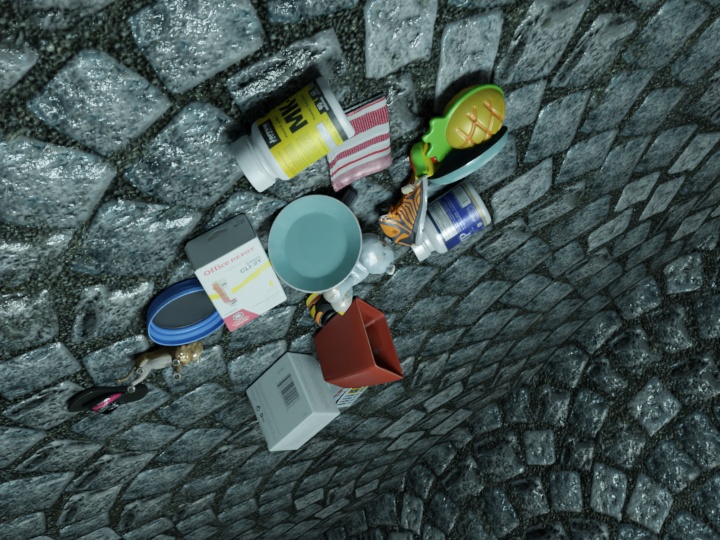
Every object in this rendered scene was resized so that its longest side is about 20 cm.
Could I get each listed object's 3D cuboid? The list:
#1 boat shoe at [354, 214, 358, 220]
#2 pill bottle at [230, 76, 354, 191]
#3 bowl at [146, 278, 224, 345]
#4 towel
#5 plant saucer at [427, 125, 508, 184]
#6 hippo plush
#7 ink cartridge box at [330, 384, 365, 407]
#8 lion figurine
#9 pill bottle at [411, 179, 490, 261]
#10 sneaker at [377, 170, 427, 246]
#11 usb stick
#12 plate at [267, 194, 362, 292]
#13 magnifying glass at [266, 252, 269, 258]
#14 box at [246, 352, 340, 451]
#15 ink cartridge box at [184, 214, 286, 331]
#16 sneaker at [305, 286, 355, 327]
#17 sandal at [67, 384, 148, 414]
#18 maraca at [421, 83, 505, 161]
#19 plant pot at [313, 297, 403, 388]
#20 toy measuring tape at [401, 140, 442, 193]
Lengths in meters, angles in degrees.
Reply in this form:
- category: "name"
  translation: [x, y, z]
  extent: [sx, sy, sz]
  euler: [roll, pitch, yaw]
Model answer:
- category: "boat shoe"
  translation: [-0.096, -0.084, 1.543]
  extent: [0.197, 0.063, 0.075]
  euler: [-21, 109, -25]
- category: "pill bottle"
  translation: [-0.117, -0.230, 1.223]
  extent: [0.197, 0.116, 0.114]
  euler: [-33, 152, 5]
- category: "bowl"
  translation: [-0.377, 0.090, 1.567]
  extent: [0.196, 0.040, 0.202]
  euler: [-23, 151, -13]
- category: "towel"
  translation: [-0.004, -0.248, 1.402]
  extent: [0.141, 0.023, 0.202]
  euler: [-27, 151, -9]
- category: "plant saucer"
  translation: [0.229, -0.238, 1.497]
  extent: [0.197, 0.028, 0.201]
  euler: [-32, -165, 9]
- category: "hippo plush"
  translation: [0.000, 0.000, 1.615]
  extent: [0.157, 0.164, 0.200]
  euler: [-15, 154, 19]
- category: "ink cartridge box"
  translation: [-0.025, 0.345, 2.258]
  extent: [0.173, 0.085, 0.201]
  euler: [3, 137, -46]
- category: "lion figurine"
  translation: [-0.462, 0.208, 1.638]
  extent: [0.194, 0.123, 0.074]
  euler: [-8, 117, -7]
- category: "pill bottle"
  translation: [0.203, -0.114, 1.705]
  extent: [0.197, 0.121, 0.120]
  euler: [-33, 152, 6]
- category: "sneaker"
  translation: [0.094, -0.147, 1.594]
  extent: [0.108, 0.078, 0.205]
  euler: [6, 118, 3]
- category: "usb stick"
  translation: [-0.067, -0.085, 1.492]
  extent: [0.203, 0.032, 0.055]
  euler: [-59, -175, -8]
- category: "plate"
  translation: [-0.092, -0.054, 1.446]
  extent: [0.197, 0.204, 0.026]
  euler: [-29, 166, 0]
- category: "magnifying glass"
  translation: [-0.263, -0.003, 1.550]
  extent: [0.196, 0.023, 0.080]
  euler: [-9, 145, -38]
- category: "box"
  translation: [-0.194, 0.373, 2.020]
  extent: [0.199, 0.202, 0.129]
  euler: [-42, 149, 23]
- category: "ink cartridge box"
  translation: [-0.253, 0.007, 1.456]
  extent: [0.143, 0.084, 0.202]
  euler: [-29, 138, -8]
- category: "sneaker"
  translation: [-0.045, 0.061, 1.781]
  extent: [0.198, 0.091, 0.070]
  euler: [-38, 151, 15]
- category: "sandal"
  translation: [-0.600, 0.315, 1.706]
  extent: [0.196, 0.046, 0.076]
  euler: [-3, 142, -41]
- category: "maraca"
  translation: [0.209, -0.297, 1.428]
  extent: [0.197, 0.108, 0.139]
  euler: [-31, 140, -8]
- category: "plant pot"
  translation: [-0.017, 0.223, 1.977]
  extent: [0.173, 0.204, 0.199]
  euler: [-26, 154, 18]
- category: "toy measuring tape"
  translation: [0.121, -0.223, 1.466]
  extent: [0.074, 0.073, 0.200]
  euler: [-52, 175, 37]
